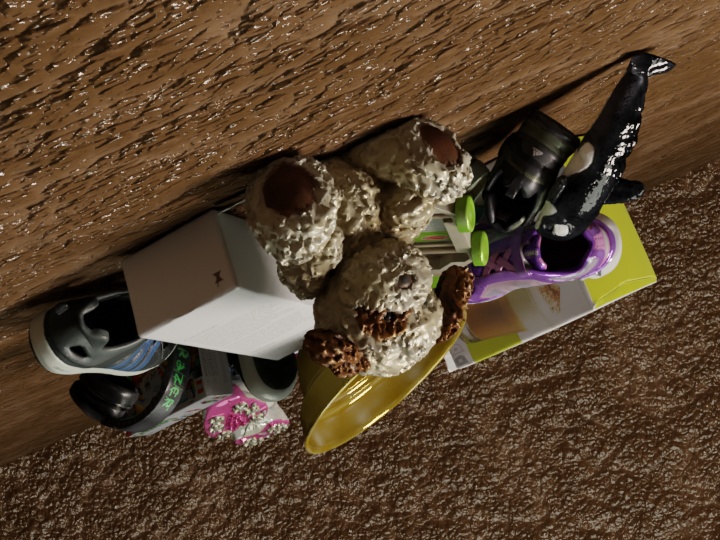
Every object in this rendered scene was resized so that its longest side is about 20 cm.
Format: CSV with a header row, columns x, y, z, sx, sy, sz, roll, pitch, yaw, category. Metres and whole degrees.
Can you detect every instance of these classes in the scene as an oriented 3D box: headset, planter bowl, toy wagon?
x,y,z,sx,sy,sz,roll,pitch,yaw,category
-0.242,0.098,1.242,0.199,0.124,0.094,9,169,39,headset
0.001,0.077,1.156,0.200,0.084,0.201,-37,161,-15,planter bowl
0.038,-0.026,1.118,0.154,0.040,0.200,-2,155,17,toy wagon

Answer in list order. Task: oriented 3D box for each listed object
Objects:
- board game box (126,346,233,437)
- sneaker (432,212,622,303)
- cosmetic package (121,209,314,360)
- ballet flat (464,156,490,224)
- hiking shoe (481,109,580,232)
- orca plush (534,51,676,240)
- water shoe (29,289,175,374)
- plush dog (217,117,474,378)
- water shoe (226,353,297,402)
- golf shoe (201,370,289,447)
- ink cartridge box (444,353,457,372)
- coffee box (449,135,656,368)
x,y,z,sx,sy,sz,roll,pitch,yaw,category
-0.201,0.092,1.272,0.034,0.127,0.200,-2,163,-35,board game box
0.158,-0.014,1.213,0.199,0.081,0.088,-12,-179,16,sneaker
-0.095,0.018,1.023,0.101,0.072,0.200,-26,160,23,cosmetic package
0.094,-0.079,1.206,0.070,0.067,0.200,-41,170,27,ballet flat
0.148,-0.083,1.170,0.101,0.076,0.200,-51,170,-9,hiking shoe
0.233,-0.098,1.102,0.200,0.071,0.105,-60,169,20,orca plush
-0.201,0.053,1.070,0.079,0.072,0.200,-21,176,24,water shoe
-0.004,-0.001,0.923,0.200,0.172,0.160,-21,175,-36,plush dog
-0.120,0.082,1.257,0.071,0.200,0.079,30,112,-31,water shoe
-0.138,0.137,1.335,0.075,0.092,0.200,-23,162,1,golf shoe
0.107,0.026,1.574,0.050,0.201,0.162,-27,174,41,ink cartridge box
0.198,-0.026,1.443,0.197,0.200,0.200,-27,173,35,coffee box
